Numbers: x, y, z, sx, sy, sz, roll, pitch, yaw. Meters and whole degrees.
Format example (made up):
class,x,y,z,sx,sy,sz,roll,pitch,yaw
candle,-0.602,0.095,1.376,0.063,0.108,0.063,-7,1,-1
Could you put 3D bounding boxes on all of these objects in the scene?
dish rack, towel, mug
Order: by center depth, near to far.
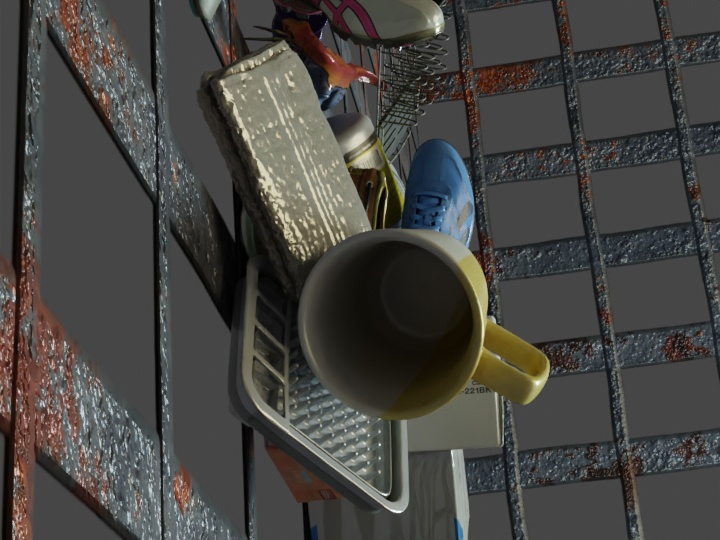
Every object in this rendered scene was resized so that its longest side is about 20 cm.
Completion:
class,x,y,z,sx,sy,sz,roll,pitch,yaw
dish rack,-0.039,0.099,1.247,0.200,0.043,0.172,40,30,-31
mug,0.049,0.046,1.265,0.187,0.149,0.153,59,17,-1
towel,-0.061,-0.084,1.274,0.132,0.034,0.201,-37,108,-54
dish rack,0.053,-0.208,1.553,0.154,0.054,0.201,-56,154,-55

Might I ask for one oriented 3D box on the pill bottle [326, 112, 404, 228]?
class,x,y,z,sx,sy,sz,roll,pitch,yaw
pill bottle,-0.006,-0.043,1.508,0.113,0.112,0.201,-79,148,-69

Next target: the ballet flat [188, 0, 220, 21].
class,x,y,z,sx,sy,sz,roll,pitch,yaw
ballet flat,-0.116,-0.304,1.244,0.067,0.063,0.202,32,51,-81

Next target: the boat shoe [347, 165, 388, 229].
class,x,y,z,sx,sy,sz,roll,pitch,yaw
boat shoe,0.000,0.000,1.381,0.072,0.067,0.201,65,19,-74

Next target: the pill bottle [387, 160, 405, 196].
class,x,y,z,sx,sy,sz,roll,pitch,yaw
pill bottle,-0.007,-0.059,1.669,0.200,0.115,0.117,-80,161,-70

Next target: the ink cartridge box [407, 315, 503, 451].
class,x,y,z,sx,sy,sz,roll,pitch,yaw
ink cartridge box,0.064,0.108,1.490,0.200,0.143,0.084,-69,155,-79

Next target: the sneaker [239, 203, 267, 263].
class,x,y,z,sx,sy,sz,roll,pitch,yaw
sneaker,-0.057,-0.048,1.347,0.077,0.088,0.201,69,15,-63

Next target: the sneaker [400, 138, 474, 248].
class,x,y,z,sx,sy,sz,roll,pitch,yaw
sneaker,0.066,-0.031,1.435,0.078,0.065,0.202,44,50,-71

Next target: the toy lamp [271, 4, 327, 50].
class,x,y,z,sx,sy,sz,roll,pitch,yaw
toy lamp,-0.061,-0.253,1.577,0.200,0.058,0.059,-146,-133,-83

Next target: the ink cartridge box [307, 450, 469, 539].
class,x,y,z,sx,sy,sz,roll,pitch,yaw
ink cartridge box,0.031,0.221,1.539,0.200,0.144,0.148,-61,146,-78

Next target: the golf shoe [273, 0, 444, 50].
class,x,y,z,sx,sy,sz,roll,pitch,yaw
golf shoe,-0.008,-0.260,1.386,0.072,0.199,0.093,-32,137,-37

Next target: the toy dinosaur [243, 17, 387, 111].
class,x,y,z,sx,sy,sz,roll,pitch,yaw
toy dinosaur,-0.039,-0.202,1.467,0.106,0.199,0.181,67,-24,-4

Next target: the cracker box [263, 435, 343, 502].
class,x,y,z,sx,sy,sz,roll,pitch,yaw
cracker box,-0.049,0.092,1.394,0.134,0.057,0.201,70,15,-60
